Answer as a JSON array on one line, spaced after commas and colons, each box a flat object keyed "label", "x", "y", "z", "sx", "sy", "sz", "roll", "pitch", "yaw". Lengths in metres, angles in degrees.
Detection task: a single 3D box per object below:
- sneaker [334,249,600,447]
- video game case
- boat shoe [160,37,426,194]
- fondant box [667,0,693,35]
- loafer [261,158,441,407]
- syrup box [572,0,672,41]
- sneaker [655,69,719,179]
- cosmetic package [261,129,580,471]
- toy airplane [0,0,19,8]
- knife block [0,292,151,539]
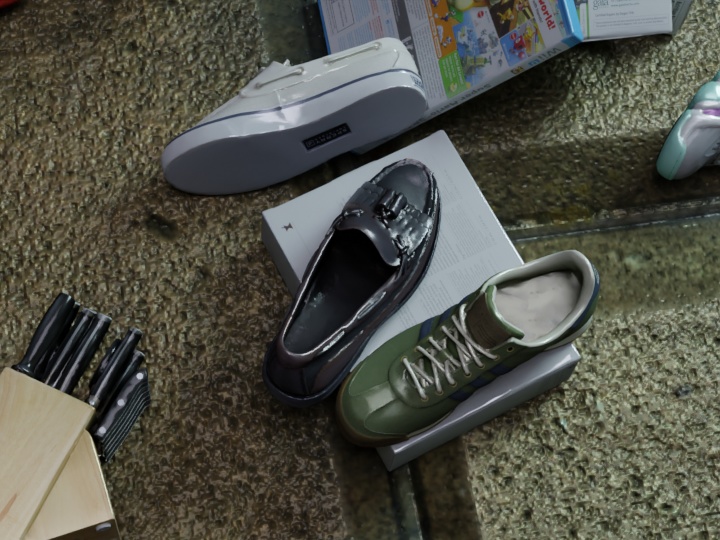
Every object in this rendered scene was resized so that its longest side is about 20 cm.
[{"label": "sneaker", "x": 0.073, "y": 0.043, "z": 1.072, "sx": 0.199, "sy": 0.090, "sz": 0.067, "roll": -27, "pitch": 73, "yaw": -13}, {"label": "video game case", "x": 0.060, "y": -0.188, "z": 1.196, "sx": 0.199, "sy": 0.018, "sz": 0.144, "roll": -25, "pitch": 64, "yaw": 30}, {"label": "boat shoe", "x": -0.053, "y": -0.117, "z": 1.185, "sx": 0.199, "sy": 0.071, "sz": 0.070, "roll": -20, "pitch": 55, "yaw": 9}, {"label": "fondant box", "x": 0.165, "y": -0.276, "z": 1.290, "sx": 0.199, "sy": 0.058, "sz": 0.145, "roll": 10, "pitch": 66, "yaw": -2}, {"label": "loafer", "x": 0.000, "y": 0.000, "z": 1.097, "sx": 0.072, "sy": 0.063, "sz": 0.201, "roll": 27, "pitch": 65, "yaw": 11}, {"label": "syrup box", "x": 0.173, "y": -0.270, "z": 1.180, "sx": 0.081, "sy": 0.079, "sz": 0.201, "roll": -7, "pitch": 101, "yaw": -10}, {"label": "sneaker", "x": 0.327, "y": -0.102, "z": 1.217, "sx": 0.200, "sy": 0.078, "sz": 0.140, "roll": -40, "pitch": 75, "yaw": -18}, {"label": "cosmetic package", "x": 0.039, "y": 0.019, "z": 1.156, "sx": 0.150, "sy": 0.052, "sz": 0.201, "roll": -24, "pitch": 71, "yaw": -16}, {"label": "toy airplane", "x": -0.326, "y": -0.313, "z": 1.220, "sx": 0.199, "sy": 0.141, "sz": 0.200, "roll": 20, "pitch": 76, "yaw": -32}, {"label": "knife block", "x": -0.230, "y": 0.109, "z": 1.088, "sx": 0.199, "sy": 0.064, "sz": 0.176, "roll": -17, "pitch": 69, "yaw": -11}]
